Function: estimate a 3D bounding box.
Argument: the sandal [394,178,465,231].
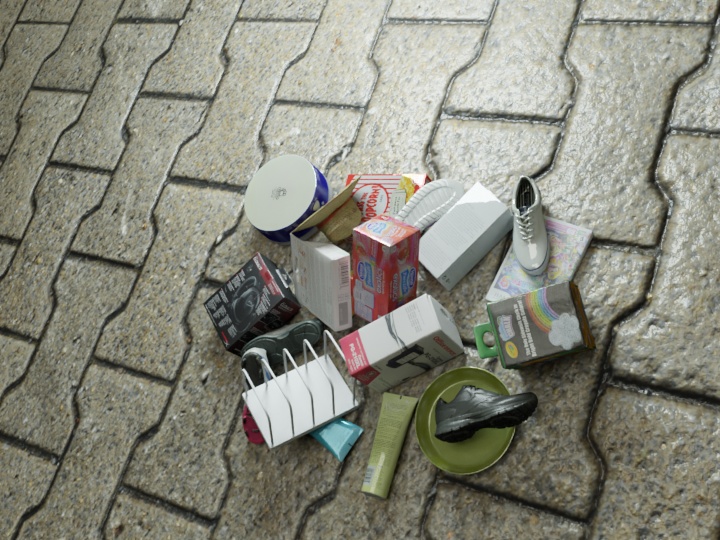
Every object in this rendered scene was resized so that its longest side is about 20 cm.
[{"bbox_3d":[0.129,-0.117,1.705,0.202,0.050,0.083,-38,71,-9],"label":"sandal"}]

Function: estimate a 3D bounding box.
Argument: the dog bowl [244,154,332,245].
[{"bbox_3d":[-0.169,-0.164,1.910,0.198,0.079,0.202,-12,63,24],"label":"dog bowl"}]

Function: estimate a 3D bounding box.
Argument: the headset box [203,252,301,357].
[{"bbox_3d":[-0.236,0.072,1.836,0.200,0.077,0.149,-42,55,8],"label":"headset box"}]

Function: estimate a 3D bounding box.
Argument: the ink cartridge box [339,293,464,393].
[{"bbox_3d":[0.083,0.145,1.593,0.199,0.145,0.085,-29,59,14],"label":"ink cartridge box"}]

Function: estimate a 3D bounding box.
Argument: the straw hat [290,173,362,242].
[{"bbox_3d":[-0.046,-0.111,1.752,0.200,0.201,0.085,-38,96,8],"label":"straw hat"}]

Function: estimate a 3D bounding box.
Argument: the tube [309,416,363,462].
[{"bbox_3d":[-0.091,0.305,1.677,0.199,0.050,0.078,29,81,30],"label":"tube"}]

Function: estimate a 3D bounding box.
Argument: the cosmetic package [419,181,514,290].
[{"bbox_3d":[0.209,-0.069,1.668,0.200,0.071,0.102,-45,54,4],"label":"cosmetic package"}]

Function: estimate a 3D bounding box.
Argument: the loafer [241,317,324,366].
[{"bbox_3d":[-0.164,0.154,1.784,0.198,0.063,0.072,-22,99,20],"label":"loafer"}]

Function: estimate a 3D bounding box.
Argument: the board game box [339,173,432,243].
[{"bbox_3d":[0.049,-0.134,1.798,0.198,0.046,0.153,3,69,29],"label":"board game box"}]

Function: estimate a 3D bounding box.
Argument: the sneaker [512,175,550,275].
[{"bbox_3d":[0.321,-0.090,1.594,0.072,0.071,0.202,-14,62,22],"label":"sneaker"}]

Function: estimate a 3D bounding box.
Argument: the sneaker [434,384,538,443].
[{"bbox_3d":[0.220,0.243,1.484,0.198,0.076,0.092,-18,55,18],"label":"sneaker"}]

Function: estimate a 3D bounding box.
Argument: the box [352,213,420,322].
[{"bbox_3d":[0.049,0.004,1.639,0.102,0.202,0.094,26,40,35],"label":"box"}]

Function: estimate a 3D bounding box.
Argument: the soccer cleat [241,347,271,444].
[{"bbox_3d":[-0.212,0.262,1.743,0.069,0.086,0.203,-1,96,10],"label":"soccer cleat"}]

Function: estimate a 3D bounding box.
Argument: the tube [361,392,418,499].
[{"bbox_3d":[0.054,0.336,1.585,0.057,0.052,0.202,20,70,-9],"label":"tube"}]

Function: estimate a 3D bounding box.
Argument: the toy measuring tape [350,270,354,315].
[{"bbox_3d":[0.000,0.000,1.739,0.073,0.073,0.202,21,91,34],"label":"toy measuring tape"}]

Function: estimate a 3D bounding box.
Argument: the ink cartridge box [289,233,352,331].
[{"bbox_3d":[-0.084,0.018,1.740,0.050,0.163,0.200,-13,24,-25],"label":"ink cartridge box"}]

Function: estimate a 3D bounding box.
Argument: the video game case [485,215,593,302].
[{"bbox_3d":[0.347,-0.007,1.597,0.142,0.018,0.201,22,80,33],"label":"video game case"}]

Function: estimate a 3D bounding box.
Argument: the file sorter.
[{"bbox_3d":[-0.122,0.230,1.627,0.198,0.125,0.139,-24,54,-18],"label":"file sorter"}]

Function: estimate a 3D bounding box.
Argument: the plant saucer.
[{"bbox_3d":[0.198,0.282,1.538,0.198,0.031,0.202,-11,64,23],"label":"plant saucer"}]

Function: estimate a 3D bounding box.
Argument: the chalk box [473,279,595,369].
[{"bbox_3d":[0.306,0.107,1.490,0.198,0.124,0.126,-17,78,21],"label":"chalk box"}]
